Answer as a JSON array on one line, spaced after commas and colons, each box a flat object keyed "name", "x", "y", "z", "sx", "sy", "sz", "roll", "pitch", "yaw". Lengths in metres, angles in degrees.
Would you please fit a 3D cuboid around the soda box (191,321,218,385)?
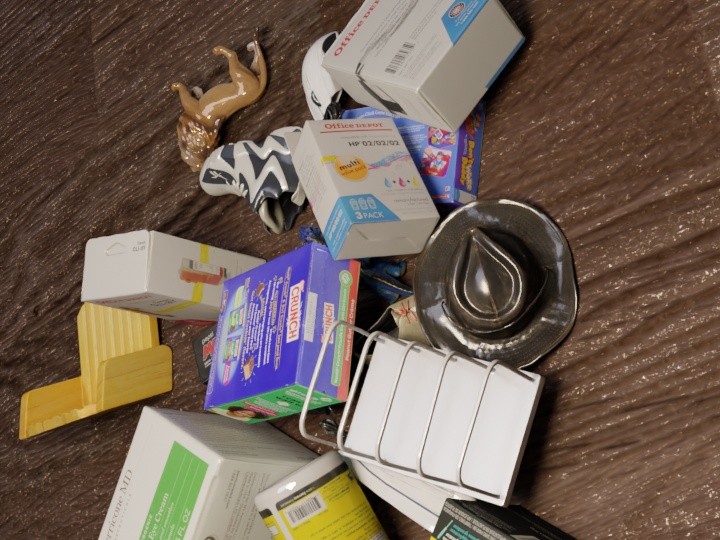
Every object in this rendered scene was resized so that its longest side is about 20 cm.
[{"name": "soda box", "x": -0.129, "y": 0.078, "z": 1.647, "sx": 0.200, "sy": 0.063, "sz": 0.071, "roll": -37, "pitch": 55, "yaw": 31}]

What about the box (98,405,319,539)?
[{"name": "box", "x": -0.171, "y": 0.289, "z": 1.532, "sx": 0.171, "sy": 0.200, "sz": 0.199, "roll": 24, "pitch": 97, "yaw": 46}]

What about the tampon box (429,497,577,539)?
[{"name": "tampon box", "x": 0.137, "y": 0.351, "z": 1.271, "sx": 0.150, "sy": 0.126, "sz": 0.200, "roll": 24, "pitch": 96, "yaw": 45}]

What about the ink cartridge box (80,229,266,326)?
[{"name": "ink cartridge box", "x": -0.246, "y": 0.013, "z": 1.679, "sx": 0.145, "sy": 0.200, "sz": 0.084, "roll": -8, "pitch": 73, "yaw": 42}]

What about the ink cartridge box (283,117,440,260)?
[{"name": "ink cartridge box", "x": -0.003, "y": -0.112, "z": 1.468, "sx": 0.200, "sy": 0.115, "sz": 0.068, "roll": 66, "pitch": 148, "yaw": 33}]

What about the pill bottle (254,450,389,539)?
[{"name": "pill bottle", "x": -0.025, "y": 0.311, "z": 1.412, "sx": 0.112, "sy": 0.112, "sz": 0.200, "roll": -32, "pitch": 85, "yaw": 33}]

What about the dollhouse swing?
[{"name": "dollhouse swing", "x": -0.391, "y": 0.121, "z": 1.822, "sx": 0.200, "sy": 0.182, "sz": 0.176, "roll": -20, "pitch": 86, "yaw": 39}]

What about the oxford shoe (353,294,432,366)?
[{"name": "oxford shoe", "x": 0.077, "y": 0.054, "z": 1.447, "sx": 0.200, "sy": 0.075, "sz": 0.071, "roll": -43, "pitch": 50, "yaw": 23}]

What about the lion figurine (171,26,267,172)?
[{"name": "lion figurine", "x": -0.191, "y": -0.239, "z": 1.791, "sx": 0.200, "sy": 0.072, "sz": 0.123, "roll": -40, "pitch": 61, "yaw": 23}]

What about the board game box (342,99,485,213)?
[{"name": "board game box", "x": 0.054, "y": -0.135, "z": 1.543, "sx": 0.200, "sy": 0.045, "sz": 0.135, "roll": -2, "pitch": 77, "yaw": 43}]

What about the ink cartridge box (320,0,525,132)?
[{"name": "ink cartridge box", "x": 0.070, "y": -0.257, "z": 1.495, "sx": 0.145, "sy": 0.084, "sz": 0.200, "roll": -54, "pitch": 38, "yaw": -8}]

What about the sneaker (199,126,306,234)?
[{"name": "sneaker", "x": -0.141, "y": -0.102, "z": 1.696, "sx": 0.199, "sy": 0.079, "sz": 0.130, "roll": -13, "pitch": 61, "yaw": 30}]

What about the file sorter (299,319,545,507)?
[{"name": "file sorter", "x": 0.060, "y": 0.141, "z": 1.305, "sx": 0.200, "sy": 0.124, "sz": 0.139, "roll": 13, "pitch": 81, "yaw": 32}]

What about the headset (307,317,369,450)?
[{"name": "headset", "x": -0.031, "y": 0.131, "z": 1.518, "sx": 0.124, "sy": 0.094, "sz": 0.200, "roll": -52, "pitch": 19, "yaw": 25}]

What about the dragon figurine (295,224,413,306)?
[{"name": "dragon figurine", "x": 0.000, "y": 0.000, "z": 1.519, "sx": 0.200, "sy": 0.099, "sz": 0.059, "roll": 26, "pitch": 97, "yaw": 44}]

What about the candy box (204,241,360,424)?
[{"name": "candy box", "x": -0.091, "y": 0.077, "z": 1.477, "sx": 0.200, "sy": 0.077, "sz": 0.170, "roll": -21, "pitch": 56, "yaw": 52}]

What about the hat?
[{"name": "hat", "x": 0.134, "y": 0.008, "z": 1.364, "sx": 0.200, "sy": 0.081, "sz": 0.201, "roll": -6, "pitch": 73, "yaw": 19}]

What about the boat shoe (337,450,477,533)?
[{"name": "boat shoe", "x": 0.054, "y": 0.236, "z": 1.433, "sx": 0.200, "sy": 0.074, "sz": 0.065, "roll": 29, "pitch": 83, "yaw": 41}]

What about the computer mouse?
[{"name": "computer mouse", "x": -0.053, "y": -0.228, "z": 1.637, "sx": 0.110, "sy": 0.044, "sz": 0.200, "roll": 121, "pitch": 154, "yaw": -48}]
